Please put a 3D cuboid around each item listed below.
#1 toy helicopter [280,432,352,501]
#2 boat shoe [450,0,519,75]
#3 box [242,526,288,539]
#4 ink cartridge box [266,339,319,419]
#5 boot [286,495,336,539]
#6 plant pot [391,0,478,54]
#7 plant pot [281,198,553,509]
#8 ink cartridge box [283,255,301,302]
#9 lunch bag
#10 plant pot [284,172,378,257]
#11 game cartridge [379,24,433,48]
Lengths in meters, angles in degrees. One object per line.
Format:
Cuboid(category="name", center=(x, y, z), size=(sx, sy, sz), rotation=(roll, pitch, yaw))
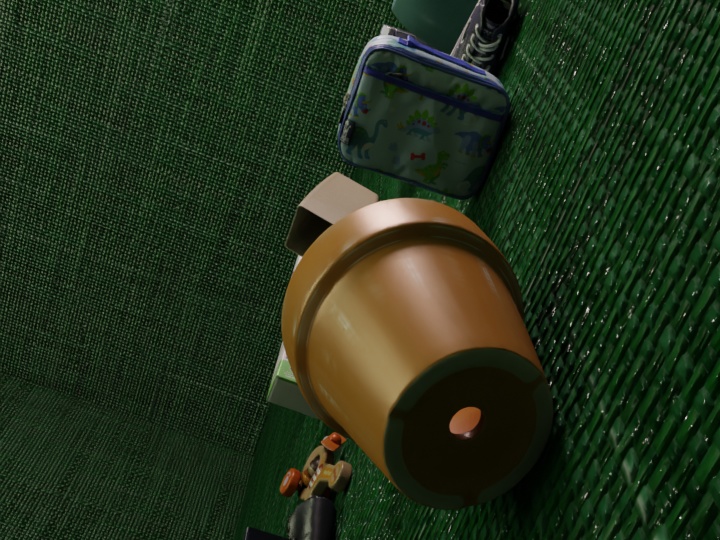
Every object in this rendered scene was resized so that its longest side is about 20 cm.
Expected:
Cuboid(category="toy helicopter", center=(-0.052, 0.324, 1.440), size=(0.134, 0.078, 0.200), rotation=(-64, 14, -18))
Cuboid(category="boat shoe", center=(0.163, -0.307, 1.226), size=(0.093, 0.073, 0.204), rotation=(27, -98, -88))
Cuboid(category="box", center=(-0.198, 0.613, 1.638), size=(0.149, 0.105, 0.203), rotation=(-95, 24, -74))
Cuboid(category="ink cartridge box", center=(-0.096, 0.190, 1.791), size=(0.202, 0.143, 0.085), rotation=(-79, 10, -50))
Cuboid(category="boot", center=(-0.073, 0.397, 1.265), size=(0.202, 0.075, 0.170), rotation=(106, 174, -47))
Cuboid(category="plant pot", center=(0.147, -0.490, 1.548), size=(0.201, 0.158, 0.204), rotation=(-161, 90, -84))
Cuboid(category="plant pot", center=(0.052, 0.072, 0.665), size=(0.184, 0.197, 0.203), rotation=(-123, 50, -62))
Cuboid(category="ink cartridge box", center=(-0.143, 0.029, 2.731), size=(0.083, 0.144, 0.204), rotation=(126, 162, -74))
Cuboid(category="lunch bag", center=(0.076, -0.190, 1.084), size=(0.083, 0.196, 0.163), rotation=(-84, 15, -64))
Cuboid(category="plant pot", center=(-0.058, -0.129, 2.294), size=(0.179, 0.197, 0.201), rotation=(-61, -1, -34))
Cuboid(category="game cartridge", center=(0.095, -0.439, 1.880), size=(0.198, 0.038, 0.131), rotation=(0, -59, -49))
